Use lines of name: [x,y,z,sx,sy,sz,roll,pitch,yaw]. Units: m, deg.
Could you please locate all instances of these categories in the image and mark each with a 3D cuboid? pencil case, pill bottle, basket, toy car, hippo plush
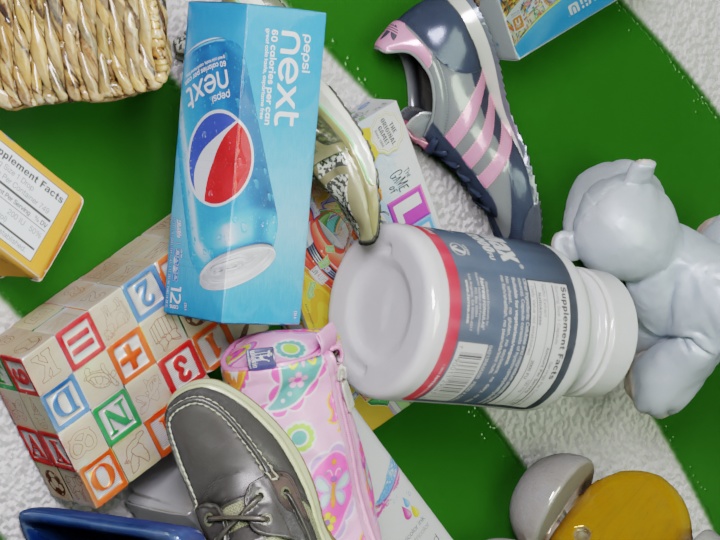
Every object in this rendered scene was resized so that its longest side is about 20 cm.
pencil case: [-0.031,0.133,1.702,0.087,0.087,0.202,-21,106,-33]
pill bottle: [0.088,0.036,1.822,0.199,0.119,0.121,7,90,-38]
basket: [-0.198,-0.205,1.655,0.141,0.149,0.202,-8,101,-2]
toy car: [0.168,0.247,1.940,0.200,0.174,0.150,-50,157,-23]
hippo plush: [0.206,0.008,1.940,0.160,0.200,0.160,34,105,-15]

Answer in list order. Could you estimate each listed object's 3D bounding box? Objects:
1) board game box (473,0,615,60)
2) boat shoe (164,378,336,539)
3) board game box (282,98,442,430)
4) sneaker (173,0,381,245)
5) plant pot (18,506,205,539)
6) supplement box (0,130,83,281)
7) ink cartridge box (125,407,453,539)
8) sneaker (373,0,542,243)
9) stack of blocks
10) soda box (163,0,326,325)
board game box: [0.114,-0.272,1.892,0.147,0.064,0.201,-32,113,-30]
boat shoe: [-0.060,0.161,1.637,0.202,0.071,0.066,60,21,-8]
board game box: [0.000,0.000,1.848,0.134,0.034,0.201,-33,113,-30]
sneaker: [-0.057,-0.094,1.761,0.088,0.077,0.201,-31,84,-9]
plant pot: [-0.176,0.261,1.646,0.179,0.199,0.201,-36,113,-36]
supplement box: [-0.266,-0.073,1.623,0.200,0.066,0.069,43,67,-32]
ink cartridge box: [-0.043,0.175,1.801,0.145,0.084,0.200,-49,118,-23]
sneaker: [0.067,-0.094,1.879,0.082,0.070,0.201,-24,106,-16]
stack of blocks: [-0.137,0.049,1.734,0.200,0.058,0.116,-38,115,-28]
soda box: [-0.074,-0.068,1.689,0.067,0.064,0.202,2,94,-42]
